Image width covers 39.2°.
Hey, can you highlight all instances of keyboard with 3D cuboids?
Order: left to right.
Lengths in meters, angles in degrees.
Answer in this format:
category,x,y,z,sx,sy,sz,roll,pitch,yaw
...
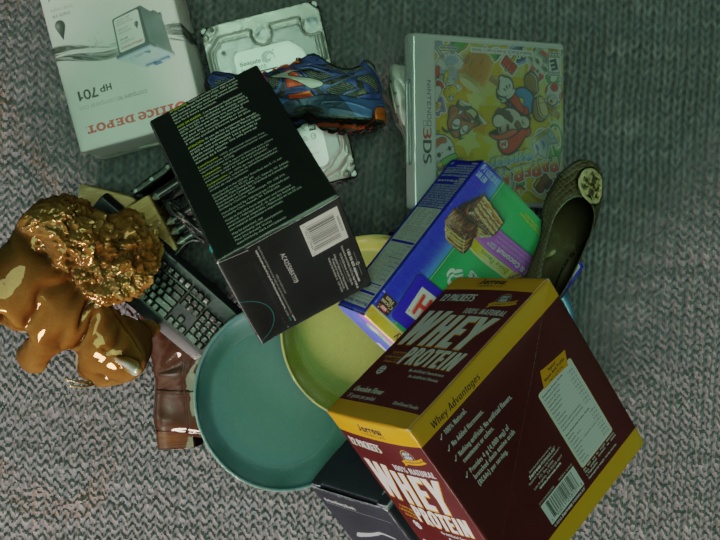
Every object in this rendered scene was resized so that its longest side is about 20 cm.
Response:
category,x,y,z,sx,sy,sz,roll,pitch,yaw
keyboard,-0.208,-0.008,1.093,0.200,0.021,0.127,41,94,-6

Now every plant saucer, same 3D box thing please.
category,x,y,z,sx,sy,sz,roll,pitch,yaw
plant saucer,-0.088,0.138,1.100,0.198,0.036,0.203,5,77,-21
plant saucer,0.011,0.060,1.085,0.197,0.031,0.203,-2,99,-11

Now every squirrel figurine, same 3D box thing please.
category,x,y,z,sx,sy,sz,roll,pitch,yaw
squirrel figurine,-0.281,0.027,1.030,0.186,0.142,0.200,36,108,-11

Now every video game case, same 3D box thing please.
category,x,y,z,sx,sy,sz,roll,pitch,yaw
video game case,0.138,-0.159,1.101,0.198,0.023,0.184,-3,94,-28

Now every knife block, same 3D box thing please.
category,x,y,z,sx,sy,sz,roll,pitch,yaw
knife block,-0.235,-0.028,1.133,0.174,0.064,0.202,15,93,0

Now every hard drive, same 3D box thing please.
category,x,y,z,sx,sy,sz,roll,pitch,yaw
hard drive,-0.091,-0.188,1.139,0.138,0.038,0.202,-12,91,1

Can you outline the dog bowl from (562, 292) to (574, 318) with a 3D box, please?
category,x,y,z,sx,sy,sz,roll,pitch,yaw
dog bowl,0.151,0.077,1.141,0.198,0.050,0.112,-27,92,2

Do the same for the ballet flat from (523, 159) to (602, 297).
category,x,y,z,sx,sy,sz,roll,pitch,yaw
ballet flat,0.200,-0.019,1.013,0.067,0.046,0.202,31,80,-24

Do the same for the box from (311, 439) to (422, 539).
category,x,y,z,sx,sy,sz,roll,pitch,yaw
box,0.067,0.268,1.063,0.104,0.147,0.201,-44,113,-26

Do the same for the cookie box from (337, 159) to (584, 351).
category,x,y,z,sx,sy,sz,roll,pitch,yaw
cookie box,0.106,0.017,1.042,0.171,0.075,0.201,42,79,-20

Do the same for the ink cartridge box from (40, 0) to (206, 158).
category,x,y,z,sx,sy,sz,roll,pitch,yaw
ink cartridge box,-0.256,-0.240,1.115,0.145,0.086,0.202,-15,91,1

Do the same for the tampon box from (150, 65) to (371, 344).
category,x,y,z,sx,sy,sz,roll,pitch,yaw
tampon box,-0.097,-0.066,0.993,0.125,0.150,0.201,-27,55,-4

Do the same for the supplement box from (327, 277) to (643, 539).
category,x,y,z,sx,sy,sz,roll,pitch,yaw
supplement box,0.118,0.144,0.930,0.197,0.132,0.201,-43,111,-25

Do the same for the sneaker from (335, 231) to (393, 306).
category,x,y,z,sx,sy,sz,roll,pitch,yaw
sneaker,0.000,0.000,1.137,0.197,0.074,0.089,3,82,-11

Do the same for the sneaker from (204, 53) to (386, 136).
category,x,y,z,sx,sy,sz,roll,pitch,yaw
sneaker,-0.069,-0.195,1.093,0.197,0.075,0.079,5,79,-5

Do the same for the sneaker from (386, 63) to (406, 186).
category,x,y,z,sx,sy,sz,roll,pitch,yaw
sneaker,0.093,-0.137,1.122,0.098,0.078,0.202,-12,93,-3

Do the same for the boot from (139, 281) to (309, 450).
category,x,y,z,sx,sy,sz,roll,pitch,yaw
boot,-0.157,0.093,1.143,0.184,0.064,0.203,-6,88,-1
